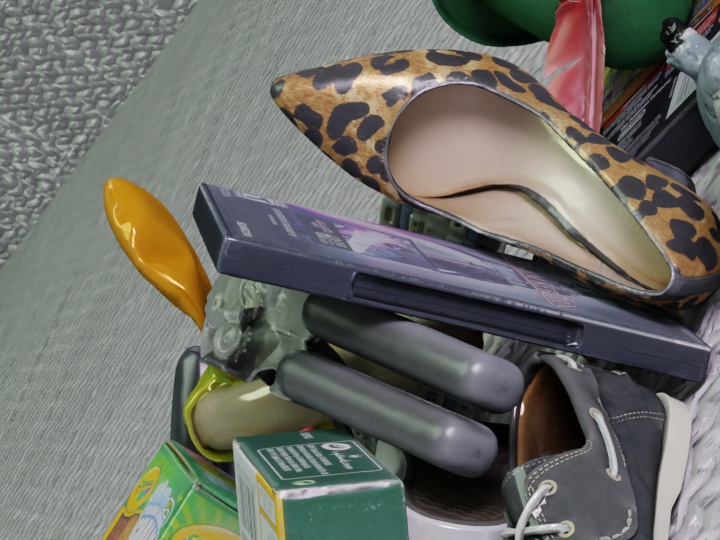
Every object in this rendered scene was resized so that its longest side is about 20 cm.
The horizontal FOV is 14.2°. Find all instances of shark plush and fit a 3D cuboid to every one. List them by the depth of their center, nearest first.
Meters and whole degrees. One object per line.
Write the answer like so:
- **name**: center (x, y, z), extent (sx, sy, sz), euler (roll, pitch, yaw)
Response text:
- **shark plush**: center (0.159, -0.082, 1.172), extent (0.091, 0.083, 0.200), euler (-53, 12, 19)

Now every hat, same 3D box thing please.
- **hat**: center (0.139, -0.123, 1.341), extent (0.176, 0.165, 0.201), euler (49, 126, 39)

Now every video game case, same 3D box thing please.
- **video game case**: center (0.033, 0.003, 1.194), extent (0.143, 0.199, 0.019), euler (-126, 49, -78)
- **video game case**: center (0.159, -0.105, 1.381), extent (0.200, 0.025, 0.181), euler (-48, 15, 43)

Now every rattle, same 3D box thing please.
- **rattle**: center (0.000, 0.000, 1.302), extent (0.199, 0.130, 0.144), euler (-21, 77, 37)

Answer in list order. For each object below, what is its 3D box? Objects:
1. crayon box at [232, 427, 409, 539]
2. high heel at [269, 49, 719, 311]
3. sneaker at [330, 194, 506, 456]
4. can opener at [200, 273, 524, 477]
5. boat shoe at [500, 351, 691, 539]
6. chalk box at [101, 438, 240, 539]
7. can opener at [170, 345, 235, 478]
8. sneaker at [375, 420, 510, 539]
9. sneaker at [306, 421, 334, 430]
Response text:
- **crayon box**: center (-0.010, 0.170, 1.115), extent (0.126, 0.051, 0.201), euler (-148, 54, -78)
- **high heel**: center (0.056, -0.040, 1.209), extent (0.143, 0.199, 0.072), euler (-87, 14, -73)
- **sneaker**: center (0.040, 0.011, 1.406), extent (0.087, 0.074, 0.201), euler (-56, -13, -55)
- **can opener**: center (0.003, 0.039, 1.177), extent (0.200, 0.067, 0.054), euler (22, 88, 51)
- **boat shoe**: center (0.076, 0.104, 1.070), extent (0.072, 0.067, 0.200), euler (-48, 16, 32)
- **chalk box**: center (-0.063, 0.162, 1.346), extent (0.201, 0.124, 0.124), euler (-58, 11, -2)
- **can opener**: center (-0.072, 0.138, 1.472), extent (0.078, 0.063, 0.201), euler (-8, 73, 25)
- **sneaker**: center (0.035, 0.114, 1.203), extent (0.200, 0.072, 0.085), euler (-53, -29, -76)
- **sneaker**: center (-0.001, 0.057, 1.533), extent (0.085, 0.077, 0.201), euler (-36, 34, 48)
